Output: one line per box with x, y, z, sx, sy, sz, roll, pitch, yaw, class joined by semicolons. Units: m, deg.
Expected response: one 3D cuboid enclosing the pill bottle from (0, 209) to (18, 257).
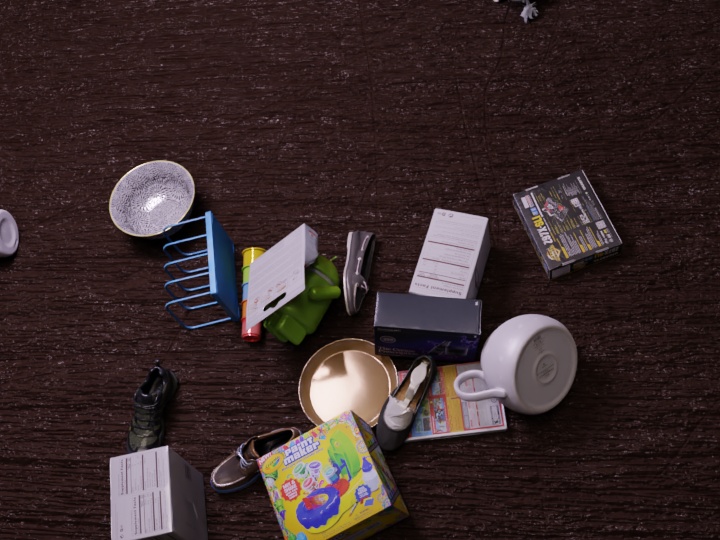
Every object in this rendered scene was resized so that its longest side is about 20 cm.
-0.912;-0.075;1.975;0.199;0.111;0.112;-8;61;6;pill bottle

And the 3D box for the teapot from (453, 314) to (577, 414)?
0.294;0.170;1.593;0.146;0.200;0.198;15;86;55;teapot

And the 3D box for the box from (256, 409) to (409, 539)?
-0.050;0.393;1.538;0.200;0.122;0.193;-30;60;5;box

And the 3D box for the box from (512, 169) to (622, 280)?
0.428;-0.098;1.769;0.159;0.049;0.200;-21;60;2;box

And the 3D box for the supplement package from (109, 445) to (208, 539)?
-0.363;0.430;1.546;0.110;0.200;0.156;-13;60;3;supplement package

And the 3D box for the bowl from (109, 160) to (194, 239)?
-0.458;-0.142;1.934;0.200;0.094;0.201;-5;61;9;bowl

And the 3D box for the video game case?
0.175;0.252;1.645;0.199;0.017;0.143;-8;61;6;video game case

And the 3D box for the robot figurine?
-0.118;0.051;1.753;0.175;0.116;0.200;5;58;49;robot figurine

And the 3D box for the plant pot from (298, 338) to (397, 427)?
-0.023;0.232;1.689;0.199;0.028;0.201;-5;62;9;plant pot

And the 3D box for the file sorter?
-0.343;0.004;1.810;0.122;0.139;0.201;-13;60;7;file sorter

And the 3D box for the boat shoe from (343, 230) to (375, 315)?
0.000;0.000;1.787;0.057;0.067;0.201;-5;58;13;boat shoe

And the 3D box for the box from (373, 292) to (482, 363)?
0.128;0.112;1.644;0.199;0.141;0.079;4;59;5;box

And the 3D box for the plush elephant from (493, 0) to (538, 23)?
0.378;-0.723;2.064;0.164;0.200;0.155;-17;37;0;plush elephant

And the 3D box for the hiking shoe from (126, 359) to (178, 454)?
-0.431;0.280;1.697;0.075;0.101;0.201;4;63;13;hiking shoe

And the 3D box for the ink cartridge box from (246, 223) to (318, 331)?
-0.152;0.020;1.677;0.162;0.050;0.200;-35;37;24;ink cartridge box

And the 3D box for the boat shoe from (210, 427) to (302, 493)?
-0.205;0.354;1.631;0.200;0.072;0.072;-31;61;-7;boat shoe

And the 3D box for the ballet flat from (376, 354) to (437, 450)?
0.084;0.243;1.616;0.068;0.068;0.200;23;69;12;ballet flat

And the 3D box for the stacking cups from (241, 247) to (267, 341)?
-0.223;0.051;1.808;0.060;0.061;0.201;-7;63;7;stacking cups

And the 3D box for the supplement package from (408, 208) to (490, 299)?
0.184;-0.005;1.725;0.117;0.117;0.201;12;65;16;supplement package
